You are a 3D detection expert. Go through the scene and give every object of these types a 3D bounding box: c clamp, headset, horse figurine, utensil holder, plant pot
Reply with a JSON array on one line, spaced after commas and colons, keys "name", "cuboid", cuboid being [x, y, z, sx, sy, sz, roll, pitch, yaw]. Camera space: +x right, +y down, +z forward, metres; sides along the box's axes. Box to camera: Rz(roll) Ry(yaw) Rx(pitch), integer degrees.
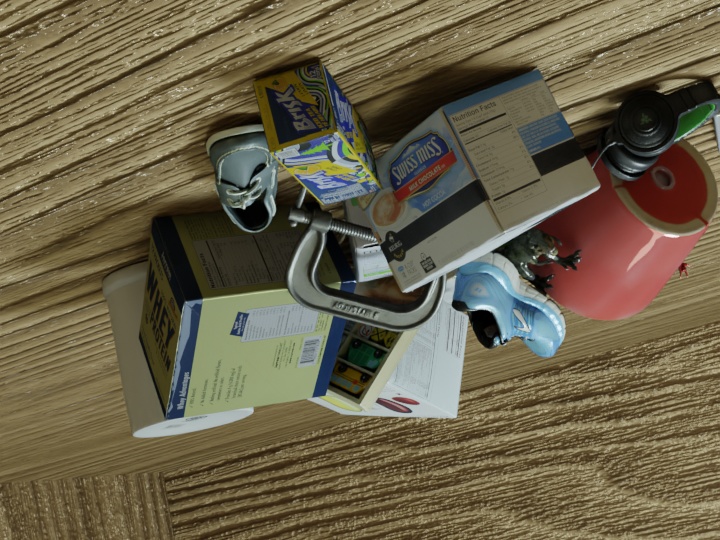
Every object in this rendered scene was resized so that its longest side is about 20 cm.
[{"name": "c clamp", "cuboid": [0.007, -0.016, 1.362, 0.199, 0.027, 0.171, 20, 115, -15]}, {"name": "headset", "cuboid": [0.288, -0.154, 1.383, 0.199, 0.094, 0.124, -25, 167, -14]}, {"name": "horse figurine", "cuboid": [0.000, 0.000, 1.590, 0.199, 0.133, 0.050, 1, 138, 12]}, {"name": "utensil holder", "cuboid": [-0.229, 0.098, 1.651, 0.169, 0.201, 0.170, -12, 167, -3]}, {"name": "plant pot", "cuboid": [0.312, -0.065, 1.522, 0.200, 0.201, 0.177, -6, 156, -24]}]

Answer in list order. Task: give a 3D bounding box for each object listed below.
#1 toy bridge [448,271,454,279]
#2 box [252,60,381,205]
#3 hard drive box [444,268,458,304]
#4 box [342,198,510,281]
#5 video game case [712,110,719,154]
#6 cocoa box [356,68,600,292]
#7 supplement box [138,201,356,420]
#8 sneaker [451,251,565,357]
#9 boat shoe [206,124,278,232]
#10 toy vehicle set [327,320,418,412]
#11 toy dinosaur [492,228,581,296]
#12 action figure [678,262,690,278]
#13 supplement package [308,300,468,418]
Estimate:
[{"name": "toy bridge", "cuboid": [0.155, -0.048, 1.656, 0.200, 0.067, 0.027, -26, 178, -33]}, {"name": "box", "cuboid": [-0.035, -0.120, 1.171, 0.064, 0.070, 0.200, -16, 167, 8]}, {"name": "hard drive box", "cuboid": [0.094, 0.001, 1.815, 0.155, 0.077, 0.200, -10, 168, -10]}, {"name": "box", "cuboid": [0.083, -0.064, 1.469, 0.199, 0.097, 0.177, -12, 167, -1]}, {"name": "video game case", "cuboid": [0.500, -0.188, 1.497, 0.181, 0.023, 0.200, -16, 168, 15]}, {"name": "cocoa box", "cuboid": [0.105, -0.085, 1.262, 0.133, 0.132, 0.200, -25, 176, -31]}, {"name": "supplement box", "cuboid": [-0.135, 0.046, 1.484, 0.199, 0.134, 0.200, -6, 136, -23]}, {"name": "sneaker", "cuboid": [0.162, 0.054, 1.496, 0.078, 0.090, 0.200, 6, 156, 46]}, {"name": "boat shoe", "cuboid": [-0.107, -0.088, 1.260, 0.072, 0.062, 0.200, -11, 168, -6]}, {"name": "toy vehicle set", "cuboid": [-0.037, 0.083, 1.604, 0.200, 0.125, 0.027, 22, 164, 37]}, {"name": "toy dinosaur", "cuboid": [0.195, -0.011, 1.484, 0.088, 0.048, 0.200, 22, 161, -15]}, {"name": "action figure", "cuboid": [0.448, -0.033, 1.969, 0.199, 0.099, 0.065, -10, 169, -19]}, {"name": "supplement package", "cuboid": [0.011, 0.104, 1.722, 0.191, 0.148, 0.200, -2, 161, 31]}]
